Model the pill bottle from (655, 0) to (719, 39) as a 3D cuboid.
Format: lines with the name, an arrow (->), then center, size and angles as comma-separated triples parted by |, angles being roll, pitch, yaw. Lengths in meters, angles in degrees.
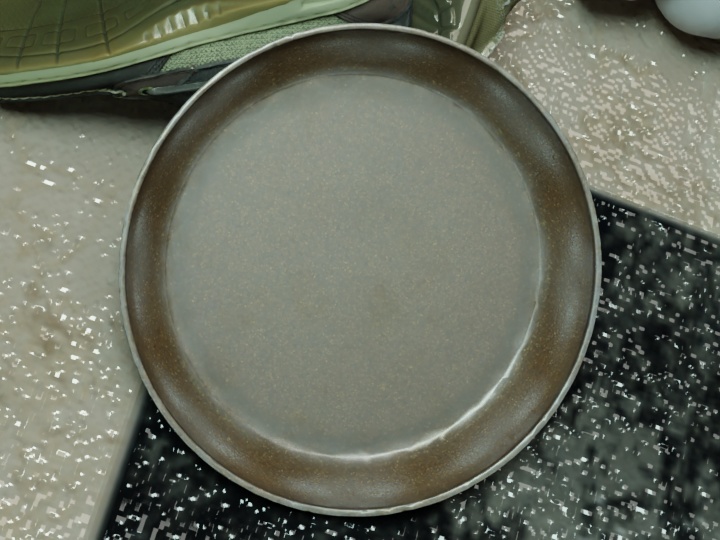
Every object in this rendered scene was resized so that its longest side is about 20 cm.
pill bottle -> 0.209, -0.167, 0.843 | 0.199, 0.111, 0.112 | 4, 66, -16

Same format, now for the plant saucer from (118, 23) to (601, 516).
plant saucer -> 0.000, 0.000, 0.709 | 0.199, 0.032, 0.201 | -1, 94, -10

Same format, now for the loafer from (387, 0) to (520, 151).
loafer -> 0.036, -0.121, 0.765 | 0.076, 0.067, 0.201 | 31, 96, 29

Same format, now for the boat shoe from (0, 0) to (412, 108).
boat shoe -> -0.074, -0.098, 0.726 | 0.200, 0.066, 0.072 | -13, 46, 13
